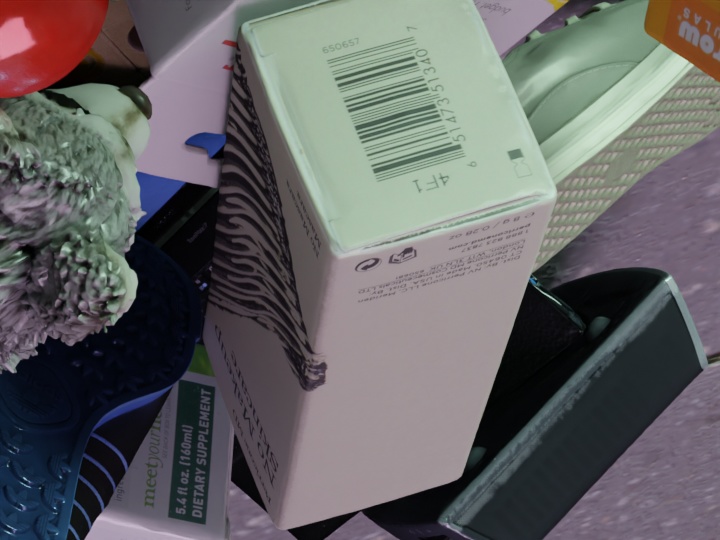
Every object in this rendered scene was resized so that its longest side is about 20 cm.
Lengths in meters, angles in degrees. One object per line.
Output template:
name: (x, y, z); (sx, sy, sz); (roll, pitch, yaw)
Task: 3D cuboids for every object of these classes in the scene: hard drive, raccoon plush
hard drive: (0.064, 0.058, 1.093); (0.135, 0.042, 0.200); (-46, -175, -7)
raccoon plush: (-0.129, 0.025, 0.767); (0.097, 0.134, 0.200); (32, 91, -17)

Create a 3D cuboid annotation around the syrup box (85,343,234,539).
syrup box: (-0.149, 0.059, 0.983); (0.200, 0.079, 0.081); (14, 143, -16)

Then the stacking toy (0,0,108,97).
stacking toy: (-0.035, -0.120, 0.698); (0.200, 0.085, 0.085); (-41, 152, 4)

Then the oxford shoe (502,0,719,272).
oxford shoe: (0.087, -0.066, 0.958); (0.200, 0.058, 0.075); (-36, 155, -22)

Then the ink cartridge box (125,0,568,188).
ink cartridge box: (0.006, -0.105, 0.826); (0.200, 0.068, 0.115); (-38, 151, 31)

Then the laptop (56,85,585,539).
laptop: (-0.059, 0.024, 1.008); (0.177, 0.200, 0.103); (-41, -169, 42)

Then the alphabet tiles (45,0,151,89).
alphabet tiles: (-0.089, -0.084, 0.893); (0.200, 0.006, 0.166); (-24, 155, 10)

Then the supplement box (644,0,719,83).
supplement box: (0.135, -0.139, 0.752); (0.069, 0.067, 0.200); (-19, 131, -35)

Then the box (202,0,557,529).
box: (0.000, 0.000, 0.859); (0.068, 0.082, 0.200); (-16, 155, -14)

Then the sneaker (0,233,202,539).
sneaker: (-0.110, 0.060, 0.888); (0.070, 0.200, 0.078); (34, 124, -4)
